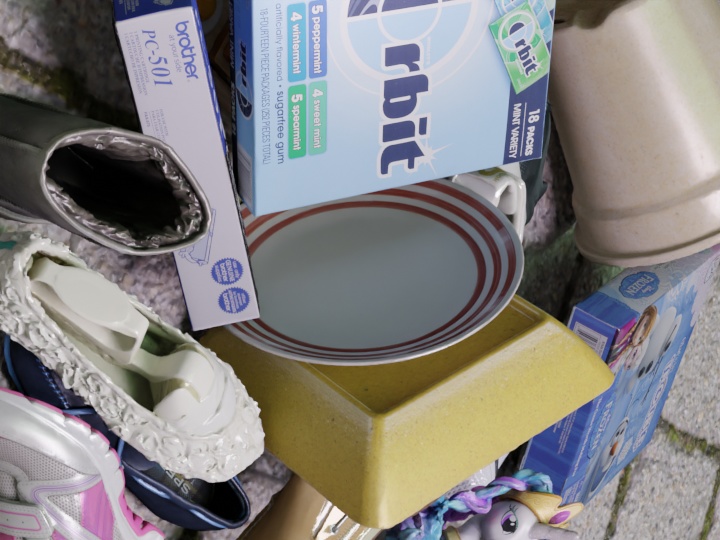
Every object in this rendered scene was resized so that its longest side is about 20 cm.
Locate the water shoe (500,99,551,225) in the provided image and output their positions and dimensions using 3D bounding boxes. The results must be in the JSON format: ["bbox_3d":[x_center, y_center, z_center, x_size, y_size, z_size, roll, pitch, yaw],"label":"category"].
[{"bbox_3d":[0.097,-0.119,1.174,0.079,0.071,0.202,-45,143,-42],"label":"water shoe"}]

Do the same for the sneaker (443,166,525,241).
[{"bbox_3d":[0.059,-0.083,1.105,0.073,0.115,0.202,-28,115,-40],"label":"sneaker"}]

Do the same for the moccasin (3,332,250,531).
[{"bbox_3d":[-0.125,0.083,0.958,0.200,0.068,0.081,48,62,-41],"label":"moccasin"}]

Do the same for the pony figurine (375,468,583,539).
[{"bbox_3d":[0.027,0.182,1.083,0.199,0.193,0.168,-32,118,-19],"label":"pony figurine"}]

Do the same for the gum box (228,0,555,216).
[{"bbox_3d":[0.020,-0.133,0.983,0.198,0.045,0.171,-12,124,-21],"label":"gum box"}]

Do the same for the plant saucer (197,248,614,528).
[{"bbox_3d":[0.019,0.046,0.990,0.199,0.199,0.049,-27,132,-30],"label":"plant saucer"}]

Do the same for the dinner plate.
[{"bbox_3d":[0.000,0.000,0.994,0.200,0.199,0.024,-36,136,-39],"label":"dinner plate"}]

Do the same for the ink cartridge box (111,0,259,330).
[{"bbox_3d":[-0.097,-0.075,0.913,0.044,0.094,0.201,-12,127,-3],"label":"ink cartridge box"}]

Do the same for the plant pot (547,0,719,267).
[{"bbox_3d":[0.221,-0.135,1.240,0.200,0.199,0.185,-43,115,-35],"label":"plant pot"}]

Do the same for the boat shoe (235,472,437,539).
[{"bbox_3d":[-0.024,0.139,0.994,0.200,0.071,0.076,-40,133,-17],"label":"boat shoe"}]

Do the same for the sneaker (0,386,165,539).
[{"bbox_3d":[-0.173,0.143,0.905,0.088,0.081,0.201,-53,131,-31],"label":"sneaker"}]

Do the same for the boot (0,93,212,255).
[{"bbox_3d":[-0.141,-0.050,0.817,0.181,0.199,0.073,11,89,-49],"label":"boot"}]

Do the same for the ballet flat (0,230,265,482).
[{"bbox_3d":[-0.122,0.048,0.882,0.199,0.072,0.072,38,67,-20],"label":"ballet flat"}]

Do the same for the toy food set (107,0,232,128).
[{"bbox_3d":[-0.060,-0.176,0.993,0.200,0.060,0.144,45,63,-42],"label":"toy food set"}]

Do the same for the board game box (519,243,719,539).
[{"bbox_3d":[0.199,0.085,1.274,0.199,0.043,0.202,-32,143,-50],"label":"board game box"}]

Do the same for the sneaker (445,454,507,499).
[{"bbox_3d":[0.074,0.065,1.181,0.115,0.075,0.201,-46,133,-34],"label":"sneaker"}]
